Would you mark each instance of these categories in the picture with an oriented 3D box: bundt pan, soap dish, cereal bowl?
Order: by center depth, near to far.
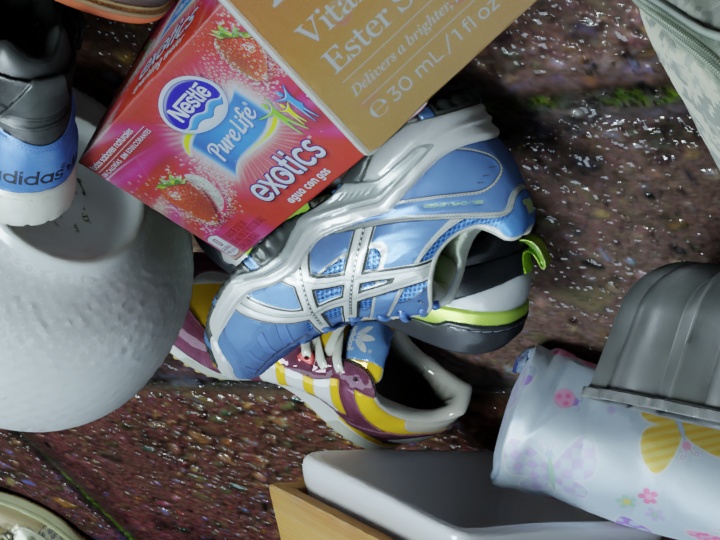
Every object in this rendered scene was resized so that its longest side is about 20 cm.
[{"bbox_3d":[0.210,0.045,0.894,0.201,0.076,0.202,13,177,1],"label":"bundt pan"},{"bbox_3d":[-0.169,-0.024,0.978,0.200,0.201,0.083,32,137,-16],"label":"cereal bowl"},{"bbox_3d":[0.065,0.163,1.111,0.199,0.082,0.157,4,-169,-43],"label":"soap dish"}]

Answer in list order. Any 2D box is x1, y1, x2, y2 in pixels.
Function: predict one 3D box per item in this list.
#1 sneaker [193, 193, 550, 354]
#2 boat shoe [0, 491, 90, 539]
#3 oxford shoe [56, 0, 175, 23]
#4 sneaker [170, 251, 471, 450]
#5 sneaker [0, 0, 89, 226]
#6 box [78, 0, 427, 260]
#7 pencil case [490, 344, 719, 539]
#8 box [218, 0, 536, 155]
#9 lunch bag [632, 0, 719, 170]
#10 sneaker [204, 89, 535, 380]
[{"bbox_3d":[0.007,-0.024,1.005,0.199,0.072,0.083,17,116,17],"label":"sneaker"},{"bbox_3d":[-0.265,0.246,1.593,0.200,0.063,0.073,31,149,-14],"label":"boat shoe"},{"bbox_3d":[-0.142,-0.182,0.829,0.072,0.071,0.200,-23,133,36],"label":"oxford shoe"},{"bbox_3d":[-0.027,0.039,1.102,0.200,0.075,0.090,26,153,-24],"label":"sneaker"},{"bbox_3d":[-0.192,-0.123,0.909,0.200,0.076,0.112,52,143,36],"label":"sneaker"},{"bbox_3d":[-0.037,-0.097,0.861,0.095,0.100,0.200,33,149,-14],"label":"box"},{"bbox_3d":[0.172,0.111,1.069,0.199,0.083,0.091,17,146,8],"label":"pencil case"},{"bbox_3d":[-0.017,-0.170,0.653,0.200,0.152,0.106,44,-175,-34],"label":"box"},{"bbox_3d":[0.203,-0.067,0.726,0.167,0.140,0.200,16,153,45],"label":"lunch bag"},{"bbox_3d":[0.000,0.000,0.932,0.200,0.076,0.077,-41,82,29],"label":"sneaker"}]
